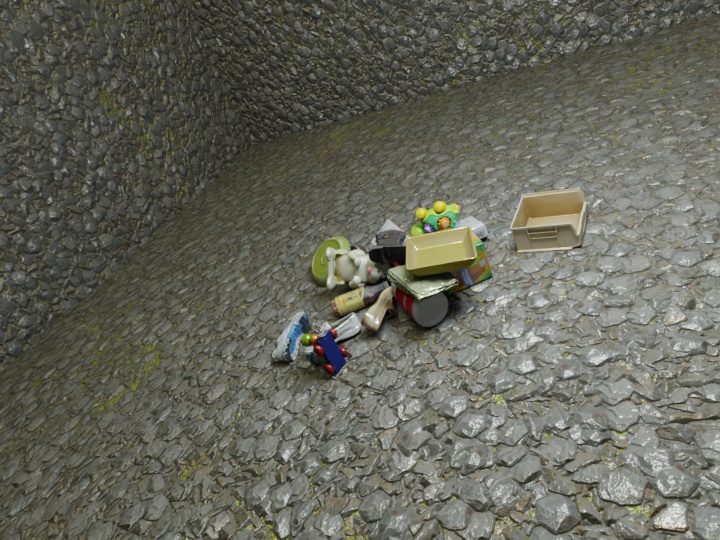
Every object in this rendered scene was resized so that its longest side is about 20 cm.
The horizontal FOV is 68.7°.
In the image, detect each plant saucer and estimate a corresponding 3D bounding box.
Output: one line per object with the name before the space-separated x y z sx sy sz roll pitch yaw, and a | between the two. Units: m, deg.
plant saucer | 0.230 -0.048 1.509 0.195 0.049 0.201 -11 28 11
plant saucer | -0.119 -0.041 1.964 0.197 0.031 0.204 -24 52 34

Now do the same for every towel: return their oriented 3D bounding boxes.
towel | 0.175 0.021 1.505 0.146 0.037 0.199 -20 28 -21

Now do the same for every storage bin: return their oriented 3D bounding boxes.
storage bin | 0.590 -0.156 1.640 0.195 0.095 0.201 -4 35 34

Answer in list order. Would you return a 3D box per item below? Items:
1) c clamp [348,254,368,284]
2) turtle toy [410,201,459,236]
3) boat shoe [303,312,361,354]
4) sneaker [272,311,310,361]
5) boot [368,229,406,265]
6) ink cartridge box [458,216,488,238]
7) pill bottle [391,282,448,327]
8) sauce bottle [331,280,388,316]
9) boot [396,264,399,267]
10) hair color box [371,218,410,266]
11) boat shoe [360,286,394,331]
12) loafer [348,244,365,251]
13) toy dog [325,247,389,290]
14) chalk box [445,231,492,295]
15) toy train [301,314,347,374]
c clamp | 0.016 -0.006 1.907 0.168 0.027 0.201 -25 29 0
turtle toy | 0.257 -0.166 1.829 0.197 0.104 0.144 -18 -10 37
boat shoe | -0.096 0.190 1.625 0.197 0.071 0.071 -27 18 -7
sneaker | -0.231 0.211 1.705 0.085 0.076 0.201 -14 31 30
boot | 0.125 -0.087 1.729 0.195 0.071 0.175 5 29 16
ink cartridge box | 0.347 -0.128 1.851 0.159 0.058 0.200 -23 8 4
pill bottle | 0.168 0.075 1.571 0.111 0.114 0.200 -29 29 -9
sauce bottle | 0.001 0.089 1.728 0.196 0.067 0.066 -23 29 3
boot | 0.202 -0.032 1.753 0.197 0.072 0.146 -27 8 -20
hair color box | 0.122 -0.096 1.893 0.112 0.063 0.200 -52 31 8
boat shoe | 0.072 0.122 1.630 0.064 0.072 0.200 29 42 14
loafer | -0.054 -0.053 2.000 0.197 0.075 0.070 -7 2 43
toy dog | 0.000 0.000 1.780 0.195 0.143 0.193 1 -5 20
chalk box | 0.284 -0.019 1.624 0.196 0.126 0.124 -25 29 2
toy train | -0.128 0.199 1.513 0.114 0.203 0.085 0 36 44
